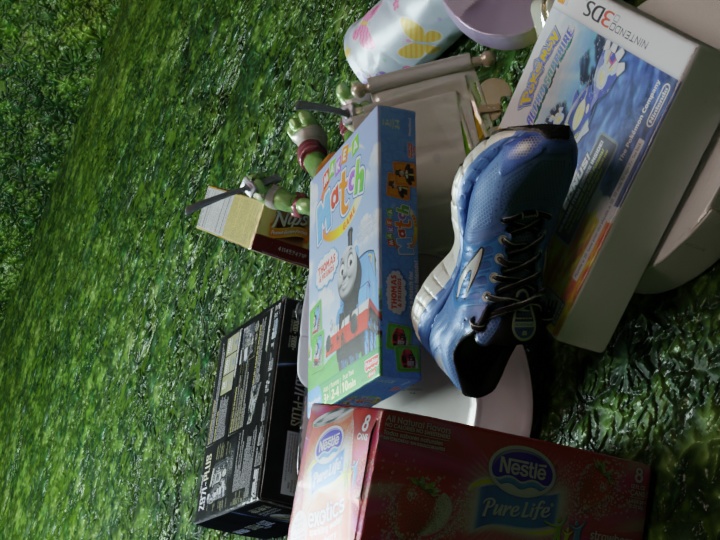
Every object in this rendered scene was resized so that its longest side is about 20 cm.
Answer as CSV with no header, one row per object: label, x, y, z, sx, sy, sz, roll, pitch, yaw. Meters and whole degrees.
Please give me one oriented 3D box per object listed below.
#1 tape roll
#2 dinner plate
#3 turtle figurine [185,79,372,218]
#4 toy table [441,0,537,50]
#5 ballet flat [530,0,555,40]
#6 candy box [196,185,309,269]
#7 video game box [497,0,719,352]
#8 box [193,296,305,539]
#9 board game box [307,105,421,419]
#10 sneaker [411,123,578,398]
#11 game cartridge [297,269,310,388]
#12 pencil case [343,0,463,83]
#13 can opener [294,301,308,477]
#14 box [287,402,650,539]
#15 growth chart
tape roll,0.198,-0.085,0.800,0.203,0.037,0.204,-42,40,49
dinner plate,0.046,0.087,0.918,0.199,0.024,0.202,8,101,44
turtle figurine,-0.045,-0.123,1.156,0.195,0.198,0.145,-91,24,-57
toy table,0.102,-0.291,0.970,0.183,0.117,0.201,-24,59,9
ballet flat,0.166,-0.211,0.911,0.067,0.067,0.202,27,100,64
candy box,-0.092,-0.043,1.292,0.200,0.115,0.056,18,90,65
video game box,0.149,-0.078,0.802,0.201,0.046,0.182,-67,23,18
box,-0.084,0.150,1.188,0.164,0.086,0.202,-33,46,55
board game box,0.000,0.000,0.904,0.151,0.036,0.202,140,134,-62
sneaker,0.094,-0.001,0.744,0.089,0.078,0.201,-116,31,-44
game cartridge,0.001,0.013,1.050,0.041,0.133,0.202,6,78,34
pencil case,0.061,-0.250,1.139,0.200,0.083,0.091,-38,36,52
can opener,-0.032,0.097,1.097,0.063,0.078,0.202,74,-154,-66
box,0.067,0.145,0.735,0.099,0.199,0.096,-8,70,63
growth chart,0.060,-0.083,0.991,0.018,0.143,0.202,64,-157,-74
